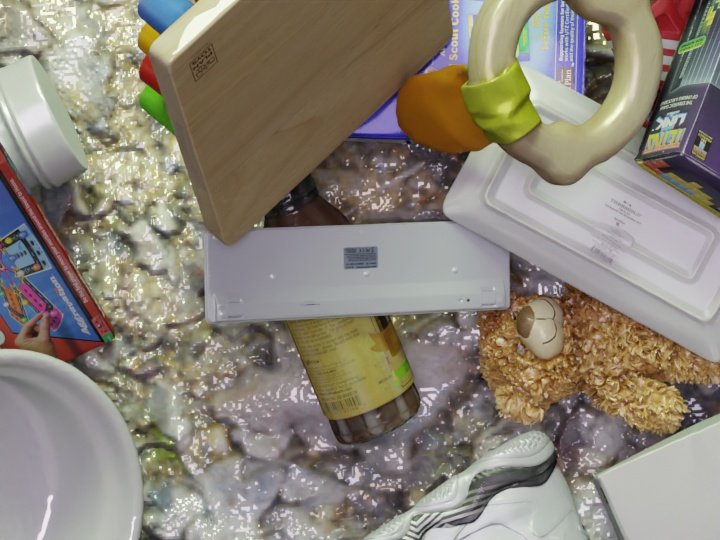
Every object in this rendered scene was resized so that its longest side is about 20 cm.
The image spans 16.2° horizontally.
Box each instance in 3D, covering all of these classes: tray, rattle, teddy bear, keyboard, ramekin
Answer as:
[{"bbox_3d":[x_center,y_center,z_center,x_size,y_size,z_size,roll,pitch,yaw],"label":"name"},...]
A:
[{"bbox_3d":[0.160,-0.036,1.561,0.199,0.022,0.108,28,91,1],"label":"tray"},{"bbox_3d":[0.126,-0.152,1.531,0.130,0.143,0.201,31,79,-7],"label":"rattle"},{"bbox_3d":[0.172,0.035,1.598,0.198,0.067,0.146,8,83,4],"label":"teddy bear"},{"bbox_3d":[0.000,0.000,1.558,0.198,0.011,0.057,-2,89,-19],"label":"keyboard"},{"bbox_3d":[-0.242,0.143,1.562,0.199,0.097,0.202,-5,99,-34],"label":"ramekin"}]

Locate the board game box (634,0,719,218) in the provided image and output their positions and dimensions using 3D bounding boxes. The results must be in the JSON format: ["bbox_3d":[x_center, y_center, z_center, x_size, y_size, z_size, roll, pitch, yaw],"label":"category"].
[{"bbox_3d":[0.281,-0.094,1.544,0.199,0.057,0.166,29,72,-24],"label":"board game box"}]

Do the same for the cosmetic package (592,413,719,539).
[{"bbox_3d":[0.248,0.124,1.567,0.199,0.107,0.091,-27,84,3],"label":"cosmetic package"}]

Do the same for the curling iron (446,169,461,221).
[{"bbox_3d":[0.151,-0.060,1.623,0.198,0.026,0.050,-10,105,1],"label":"curling iron"}]

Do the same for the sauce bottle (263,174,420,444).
[{"bbox_3d":[-0.023,0.008,1.587,0.064,0.065,0.201,-21,105,2],"label":"sauce bottle"}]

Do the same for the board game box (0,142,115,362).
[{"bbox_3d":[-0.239,-0.005,1.583,0.102,0.201,0.020,-25,42,2],"label":"board game box"}]

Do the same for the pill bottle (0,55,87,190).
[{"bbox_3d":[-0.280,-0.057,1.613,0.199,0.112,0.113,-26,85,3],"label":"pill bottle"}]

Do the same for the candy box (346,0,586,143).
[{"bbox_3d":[0.044,-0.165,1.616,0.198,0.077,0.171,2,88,3],"label":"candy box"}]

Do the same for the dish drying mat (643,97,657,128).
[{"bbox_3d":[0.253,-0.069,1.610,0.198,0.018,0.077,18,79,-1],"label":"dish drying mat"}]

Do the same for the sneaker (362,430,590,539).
[{"bbox_3d":[0.061,0.198,1.589,0.199,0.075,0.115,-34,82,-2],"label":"sneaker"}]

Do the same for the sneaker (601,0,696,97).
[{"bbox_3d":[0.234,-0.168,1.601,0.199,0.078,0.116,-22,104,-20],"label":"sneaker"}]

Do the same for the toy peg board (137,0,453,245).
[{"bbox_3d":[-0.056,-0.154,1.478,0.098,0.200,0.200,38,72,25],"label":"toy peg board"}]
